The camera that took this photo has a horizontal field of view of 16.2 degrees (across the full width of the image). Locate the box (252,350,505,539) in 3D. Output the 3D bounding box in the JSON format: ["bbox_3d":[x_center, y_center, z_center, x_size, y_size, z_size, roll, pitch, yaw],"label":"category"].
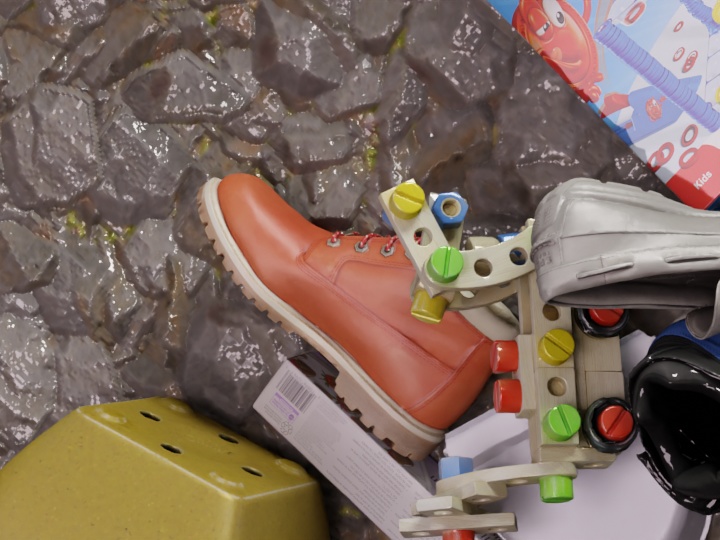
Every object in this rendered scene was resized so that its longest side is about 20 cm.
[{"bbox_3d":[0.025,0.126,1.448,0.200,0.039,0.041,42,113,16],"label":"box"}]

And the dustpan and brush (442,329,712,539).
[{"bbox_3d":[0.150,0.151,1.390,0.139,0.057,0.200,-29,76,13],"label":"dustpan and brush"}]

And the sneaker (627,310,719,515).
[{"bbox_3d":[0.216,0.111,1.303,0.200,0.111,0.077,49,122,5],"label":"sneaker"}]

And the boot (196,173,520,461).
[{"bbox_3d":[0.000,0.000,1.434,0.200,0.075,0.107,44,109,6],"label":"boot"}]

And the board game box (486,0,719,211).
[{"bbox_3d":[0.183,-0.166,1.330,0.196,0.056,0.200,47,113,14],"label":"board game box"}]

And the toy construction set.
[{"bbox_3d":[0.074,0.052,1.342,0.131,0.092,0.200,1,88,-10],"label":"toy construction set"}]

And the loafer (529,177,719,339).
[{"bbox_3d":[0.184,0.004,1.303,0.200,0.070,0.070,7,65,-5],"label":"loafer"}]

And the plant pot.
[{"bbox_3d":[-0.125,0.185,1.450,0.195,0.194,0.200,28,102,21],"label":"plant pot"}]
